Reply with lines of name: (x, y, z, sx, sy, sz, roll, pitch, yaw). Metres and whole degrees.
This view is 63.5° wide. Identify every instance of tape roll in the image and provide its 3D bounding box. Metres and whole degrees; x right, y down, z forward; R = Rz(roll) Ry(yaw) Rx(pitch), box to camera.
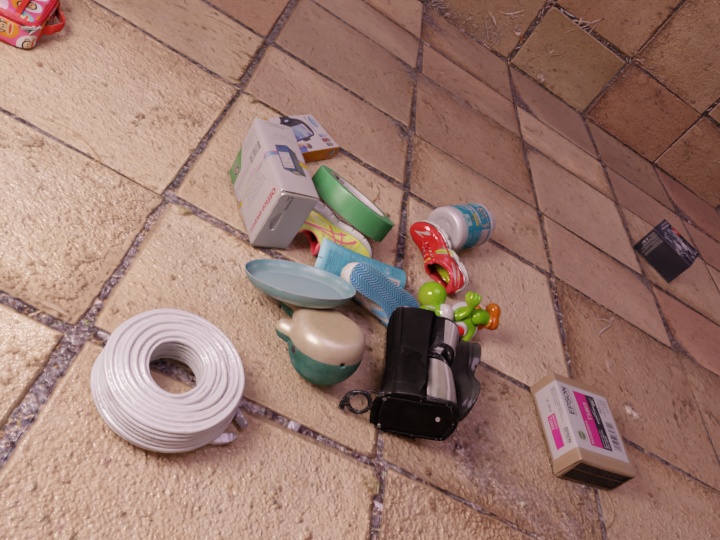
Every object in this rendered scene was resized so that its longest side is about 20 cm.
tape roll: (-0.018, -0.142, 1.232, 0.199, 0.048, 0.201, 40, 10, -8)

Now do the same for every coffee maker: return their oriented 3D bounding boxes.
coffee maker: (0.080, 0.164, 1.000, 0.190, 0.135, 0.202, 27, 38, -14)

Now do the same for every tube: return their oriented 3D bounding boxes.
tube: (0.000, 0.000, 1.162, 0.197, 0.050, 0.079, 17, 86, -29)

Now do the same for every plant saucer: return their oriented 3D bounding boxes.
plant saucer: (-0.106, 0.024, 1.007, 0.196, 0.028, 0.200, 14, 12, -3)

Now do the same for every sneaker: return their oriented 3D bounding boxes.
sneaker: (0.170, -0.033, 1.328, 0.084, 0.077, 0.201, -15, 62, -41)
sneaker: (0.178, 0.202, 1.108, 0.089, 0.077, 0.201, 24, 32, -4)
sneaker: (0.043, 0.055, 1.123, 0.200, 0.080, 0.077, 46, 76, -20)
sneaker: (-0.062, -0.059, 1.170, 0.199, 0.078, 0.091, 36, 72, -22)

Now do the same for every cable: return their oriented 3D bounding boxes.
cable: (-0.255, 0.146, 0.787, 0.197, 0.069, 0.202, -4, 55, -42)

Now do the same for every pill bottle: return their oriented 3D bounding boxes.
pill bottle: (0.258, -0.110, 1.448, 0.198, 0.111, 0.112, -13, 60, -47)

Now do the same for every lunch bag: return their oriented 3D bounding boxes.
lunch bag: (-0.662, -0.515, 1.116, 0.174, 0.082, 0.203, 22, 42, -28)

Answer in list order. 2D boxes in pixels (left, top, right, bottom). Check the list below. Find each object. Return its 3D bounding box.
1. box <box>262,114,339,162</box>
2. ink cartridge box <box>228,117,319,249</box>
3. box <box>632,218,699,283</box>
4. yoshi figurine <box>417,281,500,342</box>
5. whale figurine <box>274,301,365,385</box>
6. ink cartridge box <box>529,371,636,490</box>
box: (-0.139, -0.314, 1.380, 0.119, 0.042, 0.199, 50, 40, 13)
ink cartridge box: (-0.170, -0.163, 1.111, 0.086, 0.146, 0.202, 7, 46, -36)
box: (1.141, -0.076, 2.165, 0.183, 0.104, 0.199, 51, 39, 14)
yoshi figurine: (0.195, 0.073, 1.223, 0.197, 0.114, 0.112, 8, 30, -31)
whale figurine: (-0.076, 0.112, 0.972, 0.157, 0.105, 0.200, 5, 24, -35)
ink cartridge box: (0.455, 0.329, 1.197, 0.162, 0.075, 0.202, 21, 41, -24)
